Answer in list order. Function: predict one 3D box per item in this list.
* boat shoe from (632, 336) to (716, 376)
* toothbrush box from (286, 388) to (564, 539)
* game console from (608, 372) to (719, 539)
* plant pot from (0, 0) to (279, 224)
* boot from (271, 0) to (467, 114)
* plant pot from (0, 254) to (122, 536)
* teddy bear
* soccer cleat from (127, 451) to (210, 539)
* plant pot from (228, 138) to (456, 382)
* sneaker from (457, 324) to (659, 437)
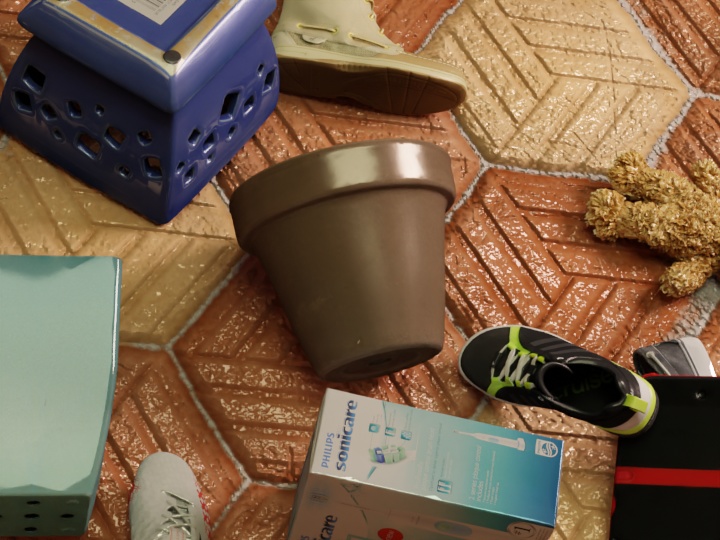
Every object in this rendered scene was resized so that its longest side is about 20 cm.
[{"bbox_3d":[0.294,0.145,1.732,0.068,0.072,0.200,-8,57,-16],"label":"boat shoe"},{"bbox_3d":[0.050,0.186,1.603,0.200,0.146,0.085,14,53,-3],"label":"toothbrush box"},{"bbox_3d":[0.311,0.174,1.666,0.200,0.031,0.177,0,74,23],"label":"game console"},{"bbox_3d":[-0.196,-0.197,1.806,0.200,0.180,0.200,31,55,12],"label":"plant pot"},{"bbox_3d":[0.012,-0.237,1.946,0.200,0.073,0.155,8,56,0],"label":"boot"},{"bbox_3d":[-0.267,0.108,1.602,0.141,0.141,0.200,1,62,-11],"label":"plant pot"},{"bbox_3d":[0.314,-0.044,1.876,0.200,0.067,0.145,42,59,18],"label":"teddy bear"},{"bbox_3d":[-0.151,0.225,1.569,0.069,0.085,0.200,4,54,-9],"label":"soccer cleat"},{"bbox_3d":[0.000,0.000,1.721,0.200,0.200,0.175,-9,75,-18],"label":"plant pot"},{"bbox_3d":[0.165,0.085,1.698,0.200,0.083,0.072,15,81,33],"label":"sneaker"}]
